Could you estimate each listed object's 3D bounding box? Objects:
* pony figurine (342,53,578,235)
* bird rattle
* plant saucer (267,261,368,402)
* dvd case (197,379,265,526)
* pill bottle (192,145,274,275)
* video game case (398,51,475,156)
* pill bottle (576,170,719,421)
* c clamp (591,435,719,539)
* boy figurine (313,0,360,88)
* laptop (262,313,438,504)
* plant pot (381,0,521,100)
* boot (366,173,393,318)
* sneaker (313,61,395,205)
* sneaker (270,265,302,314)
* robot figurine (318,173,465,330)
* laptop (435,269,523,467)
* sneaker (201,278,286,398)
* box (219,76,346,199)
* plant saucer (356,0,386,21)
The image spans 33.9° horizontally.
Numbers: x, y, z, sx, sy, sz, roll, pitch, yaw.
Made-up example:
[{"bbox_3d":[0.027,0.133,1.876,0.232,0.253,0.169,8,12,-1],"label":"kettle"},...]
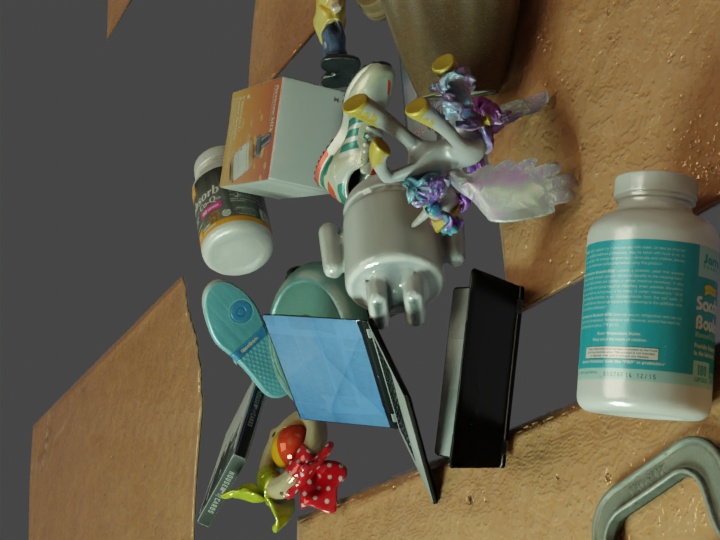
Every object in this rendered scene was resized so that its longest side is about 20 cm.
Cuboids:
[{"bbox_3d":[0.104,-0.125,1.212,0.192,0.200,0.167,-22,47,18],"label":"pony figurine"},{"bbox_3d":[-0.095,0.255,1.581,0.200,0.112,0.164,-44,28,45],"label":"bird rattle"},{"bbox_3d":[-0.061,0.090,1.517,0.200,0.027,0.201,6,97,49],"label":"plant saucer"},{"bbox_3d":[-0.184,0.257,1.741,0.200,0.025,0.151,-76,13,-57],"label":"dvd case"},{"bbox_3d":[-0.208,-0.099,1.888,0.117,0.116,0.201,-57,35,37],"label":"pill bottle"},{"bbox_3d":[0.096,-0.224,1.452,0.143,0.019,0.201,-41,46,51],"label":"video game case"},{"bbox_3d":[0.242,0.022,0.989,0.111,0.110,0.201,-9,74,61],"label":"pill bottle"},{"bbox_3d":[0.260,0.230,0.976,0.200,0.027,0.172,-45,44,48],"label":"c clamp"},{"bbox_3d":[-0.036,-0.358,1.699,0.125,0.064,0.201,92,176,-60],"label":"boy figurine"},{"bbox_3d":[-0.011,0.155,1.334,0.200,0.115,0.188,-117,8,-48],"label":"laptop"},{"bbox_3d":[0.104,-0.295,1.318,0.187,0.186,0.201,0,96,62],"label":"plant pot"},{"bbox_3d":[0.000,0.000,1.520,0.200,0.064,0.187,133,136,-53],"label":"boot"},{"bbox_3d":[0.012,-0.173,1.562,0.093,0.070,0.200,46,121,37],"label":"sneaker"},{"bbox_3d":[-0.075,0.066,1.624,0.200,0.070,0.100,-116,39,-55],"label":"sneaker"},{"bbox_3d":[0.036,-0.031,1.353,0.113,0.169,0.201,87,-179,-53],"label":"robot figurine"},{"bbox_3d":[0.098,0.102,1.218,0.200,0.115,0.188,-3,78,62],"label":"laptop"},{"bbox_3d":[-0.175,0.089,1.713,0.200,0.079,0.131,59,170,-21],"label":"sneaker"},{"bbox_3d":[-0.118,-0.193,1.756,0.200,0.106,0.153,0,81,63],"label":"box"},{"bbox_3d":[0.038,-0.445,1.627,0.200,0.029,0.201,-30,55,55],"label":"plant saucer"}]
